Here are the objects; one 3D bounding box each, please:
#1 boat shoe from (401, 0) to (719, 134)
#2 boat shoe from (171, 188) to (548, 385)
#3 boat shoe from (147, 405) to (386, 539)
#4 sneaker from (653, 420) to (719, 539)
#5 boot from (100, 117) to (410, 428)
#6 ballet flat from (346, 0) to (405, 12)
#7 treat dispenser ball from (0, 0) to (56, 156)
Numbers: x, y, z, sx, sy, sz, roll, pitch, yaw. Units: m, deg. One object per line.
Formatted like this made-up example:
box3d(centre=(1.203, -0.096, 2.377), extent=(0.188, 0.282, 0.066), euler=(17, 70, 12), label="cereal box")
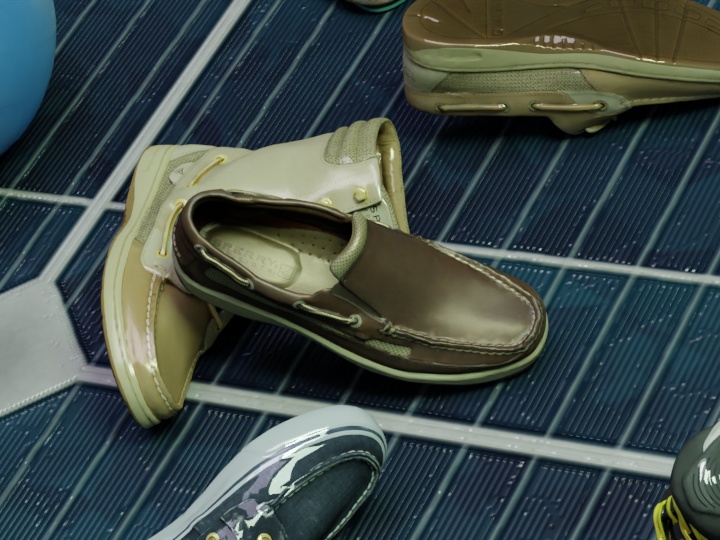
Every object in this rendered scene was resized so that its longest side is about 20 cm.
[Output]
box3d(centre=(0.123, -0.114, 1.632), extent=(0.199, 0.065, 0.071), euler=(5, 38, 7), label="boat shoe")
box3d(centre=(-0.002, 0.006, 1.498), extent=(0.202, 0.075, 0.075), euler=(12, 67, 5), label="boat shoe")
box3d(centre=(-0.054, 0.154, 1.415), extent=(0.200, 0.071, 0.091), euler=(-37, 43, -7), label="boat shoe")
box3d(centre=(0.166, 0.114, 1.291), extent=(0.084, 0.200, 0.075), euler=(-23, 72, 18), label="sneaker")
box3d(centre=(-0.053, -0.004, 1.584), extent=(0.155, 0.073, 0.200), euler=(-8, 39, 14), label="boot")
box3d(centre=(-0.037, -0.224, 1.819), extent=(0.068, 0.067, 0.200), euler=(-41, 44, -22), label="ballet flat")
box3d(centre=(-0.282, -0.142, 1.735), extent=(0.200, 0.201, 0.201), euler=(-12, 41, 11), label="treat dispenser ball")
